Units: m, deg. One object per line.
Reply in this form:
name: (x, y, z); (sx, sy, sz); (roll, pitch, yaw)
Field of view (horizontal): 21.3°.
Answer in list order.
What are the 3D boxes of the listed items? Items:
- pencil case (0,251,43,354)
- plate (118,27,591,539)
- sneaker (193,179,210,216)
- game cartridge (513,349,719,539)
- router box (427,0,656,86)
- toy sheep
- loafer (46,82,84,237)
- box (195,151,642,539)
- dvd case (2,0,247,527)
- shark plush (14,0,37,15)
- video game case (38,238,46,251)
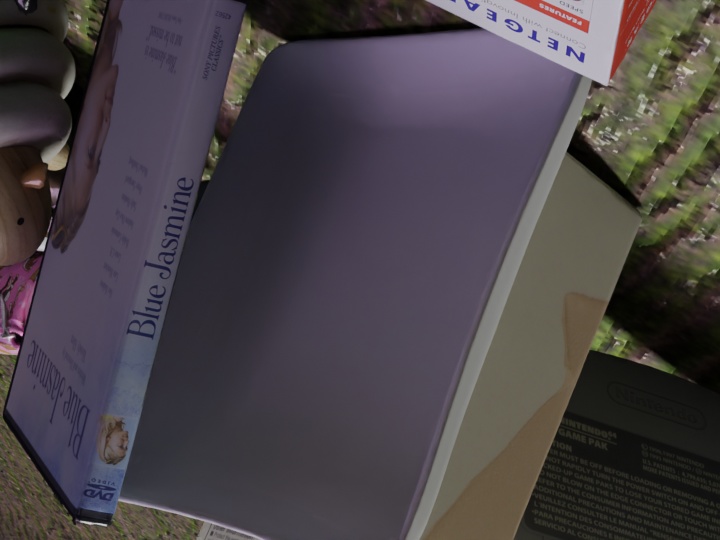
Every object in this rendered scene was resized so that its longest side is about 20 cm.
pencil case: (-0.227, 0.022, 1.259); (0.086, 0.084, 0.199); (31, 166, -33)
plate: (-0.006, 0.006, 0.702); (0.032, 0.202, 0.199); (30, 165, -34)
sneaker: (0.000, 0.000, 0.882); (0.198, 0.076, 0.085); (23, 156, 4)
game cartridge: (0.122, 0.102, 0.816); (0.198, 0.134, 0.042); (19, 133, -16)
router box: (-0.002, -0.152, 0.522); (0.199, 0.049, 0.180); (28, 161, 12)
toy sheep: (-0.187, -0.095, 0.825); (0.201, 0.137, 0.138); (63, 163, 8)
loafer: (-0.150, -0.050, 0.950); (0.200, 0.073, 0.071); (43, 118, -7)
box: (0.022, 0.046, 0.739); (0.078, 0.202, 0.095); (34, 164, -35)
dvd case: (-0.097, -0.017, 0.751); (0.017, 0.202, 0.143); (12, -173, -24)
shark plush: (-0.149, -0.114, 0.687); (0.083, 0.201, 0.091); (18, -153, -18)
video game case: (-0.269, -0.035, 1.148); (0.181, 0.024, 0.199); (8, 180, -41)
